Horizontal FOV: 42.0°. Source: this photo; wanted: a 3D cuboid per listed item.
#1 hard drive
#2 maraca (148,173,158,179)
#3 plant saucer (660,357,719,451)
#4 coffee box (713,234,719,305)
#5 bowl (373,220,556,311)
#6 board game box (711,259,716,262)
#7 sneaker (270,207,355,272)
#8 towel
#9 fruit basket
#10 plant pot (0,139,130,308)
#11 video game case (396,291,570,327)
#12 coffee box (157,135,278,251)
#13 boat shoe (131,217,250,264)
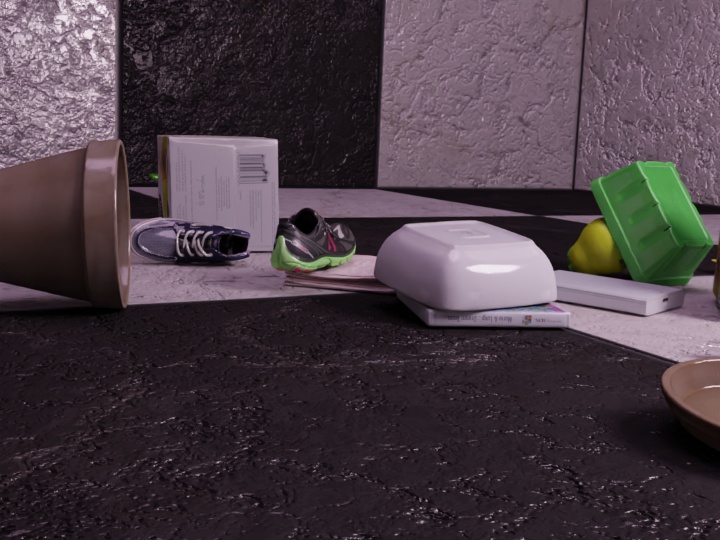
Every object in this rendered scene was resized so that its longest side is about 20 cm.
[{"bbox_3d":[0.345,0.030,1.350,0.198,0.027,0.131,11,12,40],"label":"hard drive"},{"bbox_3d":[-0.557,-0.285,2.870,0.135,0.109,0.199,7,10,26],"label":"maraca"},{"bbox_3d":[0.334,0.114,0.733,0.196,0.030,0.200,4,14,-1],"label":"plant saucer"},{"bbox_3d":[0.597,-0.045,1.272,0.196,0.204,0.197,6,9,17],"label":"coffee box"},{"bbox_3d":[0.134,-0.013,1.199,0.197,0.076,0.199,-4,17,-29],"label":"bowl"},{"bbox_3d":[0.731,0.000,1.657,0.196,0.031,0.096,5,8,-2],"label":"board game box"},{"bbox_3d":[-0.062,-0.050,1.366,0.075,0.085,0.199,6,11,22],"label":"sneaker"},{"bbox_3d":[0.000,0.000,1.429,0.187,0.033,0.200,5,10,14],"label":"towel"},{"bbox_3d":[0.445,-0.057,1.548,0.153,0.220,0.214,-3,10,-32],"label":"fruit basket"},{"bbox_3d":[-0.367,-0.054,1.117,0.170,0.204,0.200,-1,9,-11],"label":"plant pot"},{"bbox_3d":[0.152,0.044,1.214,0.178,0.024,0.200,2,8,-9],"label":"video game case"},{"bbox_3d":[-0.269,-0.147,1.741,0.196,0.204,0.197,-2,9,-19],"label":"coffee box"},{"bbox_3d":[-0.270,-0.048,1.505,0.197,0.076,0.092,-2,2,-33],"label":"boat shoe"}]
